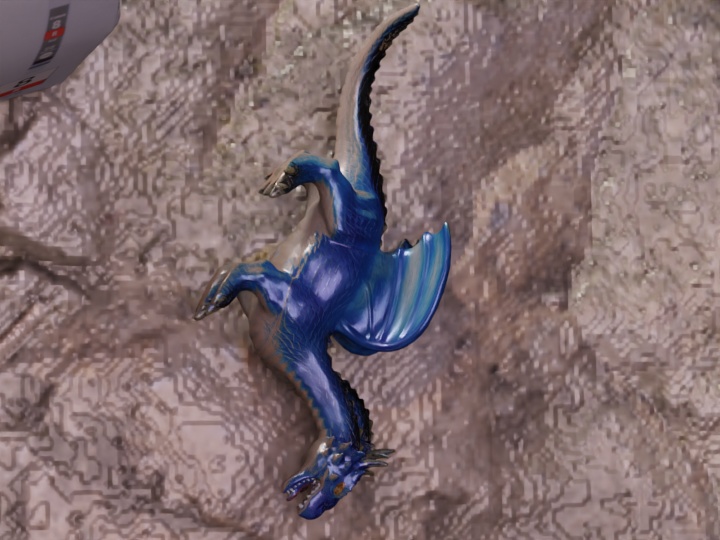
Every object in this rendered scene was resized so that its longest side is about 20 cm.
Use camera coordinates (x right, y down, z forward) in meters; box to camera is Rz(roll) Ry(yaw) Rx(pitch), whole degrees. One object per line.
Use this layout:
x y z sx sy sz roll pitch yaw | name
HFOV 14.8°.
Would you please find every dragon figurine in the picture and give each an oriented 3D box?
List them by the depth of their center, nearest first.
0.000 0.000 1.116 0.099 0.059 0.201 29 79 -9 | dragon figurine

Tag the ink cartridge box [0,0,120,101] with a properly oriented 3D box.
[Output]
-0.157 -0.090 1.004 0.161 0.200 0.050 -19 90 -24 | ink cartridge box
